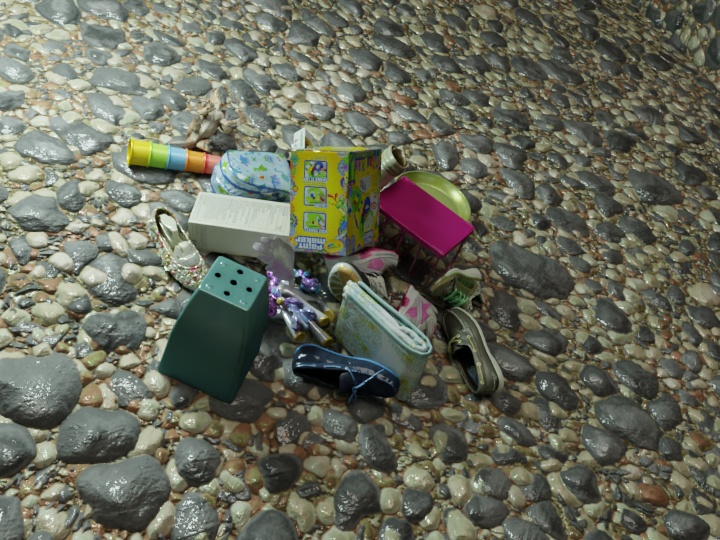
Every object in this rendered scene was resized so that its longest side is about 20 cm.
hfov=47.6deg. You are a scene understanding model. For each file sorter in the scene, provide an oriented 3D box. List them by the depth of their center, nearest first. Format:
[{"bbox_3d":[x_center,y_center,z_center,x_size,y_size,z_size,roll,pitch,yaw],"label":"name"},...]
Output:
[{"bbox_3d":[0.115,-0.078,1.773,0.199,0.126,0.139,38,44,16],"label":"file sorter"}]

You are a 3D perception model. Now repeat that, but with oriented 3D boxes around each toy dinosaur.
[{"bbox_3d":[-0.350,-0.319,1.822,0.200,0.135,0.086,-49,116,-22],"label":"toy dinosaur"}]

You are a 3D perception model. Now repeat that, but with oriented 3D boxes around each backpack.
[{"bbox_3d":[-0.218,-0.177,1.716,0.198,0.154,0.164,-5,55,-14],"label":"backpack"}]

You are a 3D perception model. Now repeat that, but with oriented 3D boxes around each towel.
[{"bbox_3d":[0.036,0.126,1.485,0.048,0.172,0.200,-36,68,-29],"label":"towel"}]

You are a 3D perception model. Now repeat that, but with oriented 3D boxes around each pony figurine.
[{"bbox_3d":[-0.142,0.047,1.521,0.200,0.167,0.193,47,13,28],"label":"pony figurine"}]

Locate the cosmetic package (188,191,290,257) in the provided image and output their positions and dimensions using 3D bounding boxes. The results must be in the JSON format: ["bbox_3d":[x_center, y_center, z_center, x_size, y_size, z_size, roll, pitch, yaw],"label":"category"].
[{"bbox_3d":[-0.234,-0.088,1.622,0.198,0.074,0.104,9,42,-1],"label":"cosmetic package"}]

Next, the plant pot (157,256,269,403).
[{"bbox_3d":[-0.233,0.087,1.373,0.140,0.201,0.142,24,40,0],"label":"plant pot"}]

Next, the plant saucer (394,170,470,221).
[{"bbox_3d":[0.168,-0.162,1.958,0.198,0.031,0.201,13,42,-12],"label":"plant saucer"}]

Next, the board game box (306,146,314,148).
[{"bbox_3d":[-0.090,-0.154,1.703,0.095,0.202,0.030,2,11,-39],"label":"board game box"}]

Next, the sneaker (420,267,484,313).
[{"bbox_3d":[0.207,0.047,1.714,0.199,0.077,0.089,-6,65,-49],"label":"sneaker"}]

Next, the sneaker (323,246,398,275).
[{"bbox_3d":[0.000,0.000,1.665,0.081,0.089,0.199,12,13,43],"label":"sneaker"}]

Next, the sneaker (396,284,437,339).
[{"bbox_3d":[0.106,0.109,1.604,0.088,0.082,0.200,27,39,1],"label":"sneaker"}]

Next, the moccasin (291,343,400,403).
[{"bbox_3d":[-0.030,0.197,1.464,0.198,0.081,0.068,13,38,8],"label":"moccasin"}]

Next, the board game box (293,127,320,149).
[{"bbox_3d":[-0.077,-0.203,1.793,0.200,0.034,0.127,47,27,-37],"label":"board game box"}]

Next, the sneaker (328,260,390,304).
[{"bbox_3d":[0.001,0.030,1.562,0.075,0.200,0.088,9,60,28],"label":"sneaker"}]

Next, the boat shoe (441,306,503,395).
[{"bbox_3d":[0.211,0.157,1.617,0.060,0.072,0.203,-3,52,-35],"label":"boat shoe"}]

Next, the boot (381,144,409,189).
[{"bbox_3d":[0.036,-0.209,1.784,0.072,0.154,0.200,49,15,-5],"label":"boot"}]

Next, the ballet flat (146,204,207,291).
[{"bbox_3d":[-0.351,-0.046,1.556,0.075,0.064,0.200,-23,60,-34],"label":"ballet flat"}]

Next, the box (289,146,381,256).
[{"bbox_3d":[-0.045,-0.141,1.592,0.121,0.195,0.200,5,11,18],"label":"box"}]

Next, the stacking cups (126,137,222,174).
[{"bbox_3d":[-0.394,-0.243,1.741,0.198,0.061,0.061,4,45,-23],"label":"stacking cups"}]
